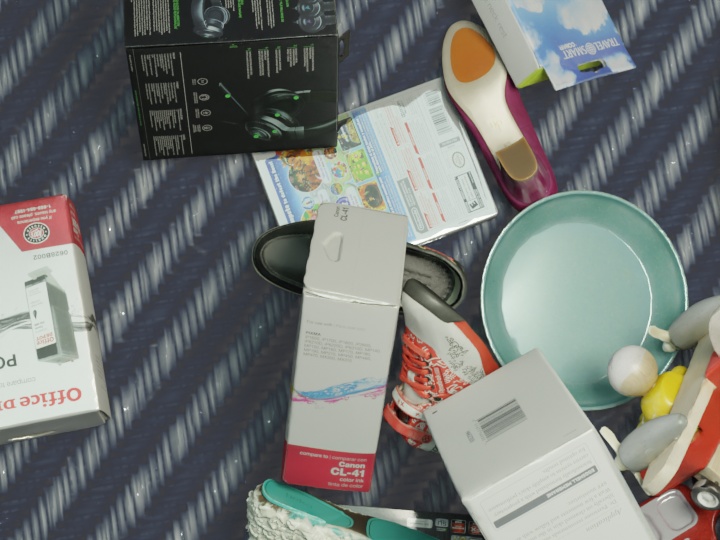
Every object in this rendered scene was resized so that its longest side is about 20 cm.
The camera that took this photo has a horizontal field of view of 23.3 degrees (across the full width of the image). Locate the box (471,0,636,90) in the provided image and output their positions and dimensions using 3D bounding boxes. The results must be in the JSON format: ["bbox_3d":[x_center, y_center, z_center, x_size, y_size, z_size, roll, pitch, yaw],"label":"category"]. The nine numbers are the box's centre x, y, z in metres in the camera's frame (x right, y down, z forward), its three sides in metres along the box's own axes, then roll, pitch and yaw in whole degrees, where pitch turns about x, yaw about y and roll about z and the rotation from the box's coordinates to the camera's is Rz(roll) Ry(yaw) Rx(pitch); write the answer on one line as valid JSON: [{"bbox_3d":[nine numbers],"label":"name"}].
[{"bbox_3d":[0.165,-0.258,1.636,0.121,0.048,0.201,-19,79,-38],"label":"box"}]

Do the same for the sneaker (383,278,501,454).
[{"bbox_3d":[0.060,0.094,1.525,0.108,0.202,0.067,-46,55,-4],"label":"sneaker"}]

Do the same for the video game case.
[{"bbox_3d":[0.012,-0.083,1.638,0.198,0.018,0.144,-20,82,-6],"label":"video game case"}]

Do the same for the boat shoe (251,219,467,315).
[{"bbox_3d":[0.000,-0.003,1.585,0.199,0.063,0.074,11,92,-5],"label":"boat shoe"}]

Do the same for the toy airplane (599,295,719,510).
[{"bbox_3d":[0.281,0.099,1.501,0.140,0.200,0.201,24,89,11],"label":"toy airplane"}]

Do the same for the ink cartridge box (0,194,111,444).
[{"bbox_3d":[-0.313,0.048,1.566,0.145,0.083,0.202,-11,80,-5],"label":"ink cartridge box"}]

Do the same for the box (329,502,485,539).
[{"bbox_3d":[0.017,0.291,1.554,0.198,0.048,0.160,6,79,-1],"label":"box"}]

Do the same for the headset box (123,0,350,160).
[{"bbox_3d":[-0.107,-0.189,1.564,0.198,0.175,0.094,-4,60,-3],"label":"headset box"}]

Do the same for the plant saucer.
[{"bbox_3d":[0.203,0.028,1.606,0.198,0.036,0.202,1,86,-10],"label":"plant saucer"}]

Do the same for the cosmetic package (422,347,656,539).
[{"bbox_3d":[0.162,0.202,1.440,0.122,0.200,0.201,-28,108,1],"label":"cosmetic package"}]

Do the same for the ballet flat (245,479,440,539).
[{"bbox_3d":[-0.009,0.242,1.513,0.198,0.072,0.072,21,79,4],"label":"ballet flat"}]

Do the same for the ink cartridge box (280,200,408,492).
[{"bbox_3d":[-0.014,0.066,1.498,0.085,0.148,0.202,9,124,-1],"label":"ink cartridge box"}]

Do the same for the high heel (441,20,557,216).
[{"bbox_3d":[0.134,-0.142,1.649,0.067,0.096,0.201,-29,61,3],"label":"high heel"}]

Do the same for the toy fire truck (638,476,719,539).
[{"bbox_3d":[0.318,0.257,1.552,0.199,0.112,0.169,-31,61,-5],"label":"toy fire truck"}]
